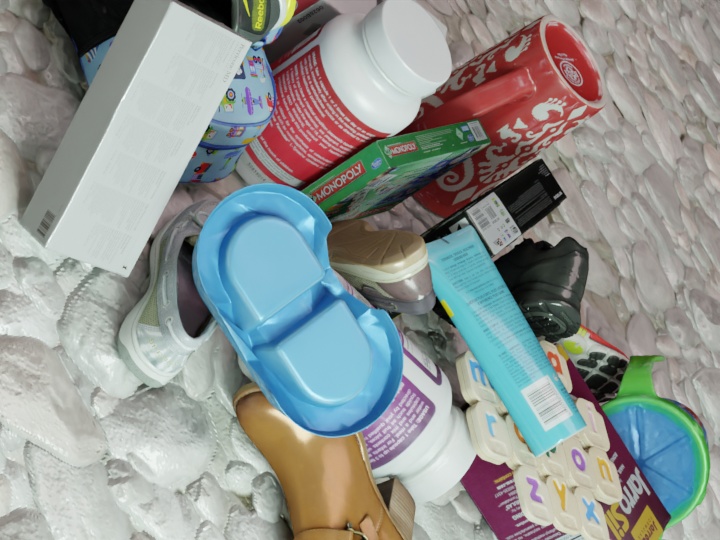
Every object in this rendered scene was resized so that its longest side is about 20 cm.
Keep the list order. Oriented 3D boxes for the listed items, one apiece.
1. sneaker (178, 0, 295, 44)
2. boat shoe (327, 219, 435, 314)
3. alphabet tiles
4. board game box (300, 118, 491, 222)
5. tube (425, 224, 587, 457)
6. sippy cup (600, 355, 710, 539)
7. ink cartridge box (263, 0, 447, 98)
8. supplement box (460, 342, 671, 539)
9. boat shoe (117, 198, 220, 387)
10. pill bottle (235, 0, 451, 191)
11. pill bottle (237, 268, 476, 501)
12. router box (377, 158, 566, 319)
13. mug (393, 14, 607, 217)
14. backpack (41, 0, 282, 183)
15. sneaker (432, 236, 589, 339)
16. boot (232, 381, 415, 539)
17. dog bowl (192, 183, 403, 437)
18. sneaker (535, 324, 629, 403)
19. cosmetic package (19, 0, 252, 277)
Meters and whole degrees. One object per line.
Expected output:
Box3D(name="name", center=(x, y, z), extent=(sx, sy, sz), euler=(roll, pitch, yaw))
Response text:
Box3D(name="sneaker", center=(-0.129, -0.254, 1.335), extent=(0.200, 0.074, 0.085), euler=(47, 43, -12))
Box3D(name="boat shoe", center=(0.000, 0.000, 1.478), extent=(0.072, 0.200, 0.065), euler=(-27, 108, -25))
Box3D(name="alphabet tiles", center=(0.155, 0.137, 1.507), extent=(0.199, 0.015, 0.197), euler=(24, 45, -43))
Box3D(name="board game box", center=(0.020, -0.083, 1.591), extent=(0.200, 0.134, 0.029), euler=(-19, 79, -59))
Box3D(name="tube", center=(0.117, 0.057, 1.468), extent=(0.077, 0.050, 0.201), euler=(-22, 79, -46))
Box3D(name="sippy cup", center=(0.292, 0.184, 1.762), extent=(0.139, 0.178, 0.130), euler=(34, 15, 16))
Box3D(name="ink cartridge box", center=(-0.040, -0.219, 1.606), extent=(0.200, 0.146, 0.083), euler=(35, 49, -32))
Box3D(name="supplement box", center=(0.177, 0.190, 1.606), extent=(0.201, 0.103, 0.131), euler=(57, 30, -4))
Box3D(name="boat shoe", center=(-0.128, 0.008, 1.367), extent=(0.074, 0.065, 0.202), euler=(47, 33, -17))
Box3D(name="pill bottle", center=(-0.021, -0.151, 1.522), extent=(0.112, 0.200, 0.113), euler=(29, 45, -34))
Box3D(name="pill bottle", center=(0.003, 0.098, 1.432), extent=(0.200, 0.112, 0.113), euler=(44, 34, -23))
Box3D(name="router box", center=(0.092, -0.026, 1.631), extent=(0.051, 0.149, 0.200), euler=(57, 31, -1))
Box3D(name="mug", center=(0.133, -0.147, 1.745), extent=(0.134, 0.200, 0.178), euler=(49, 32, -15))
Box3D(name="backpack", center=(-0.145, -0.179, 1.445), extent=(0.182, 0.134, 0.201), euler=(-3, 68, -55))
Box3D(name="sneaker", center=(0.144, 0.017, 1.617), extent=(0.076, 0.200, 0.091), euler=(33, 68, -29))
Box3D(name="boot", center=(-0.037, 0.193, 1.343), extent=(0.200, 0.076, 0.156), euler=(50, 35, -27))
Box3D(name="dog bowl", center=(-0.052, 0.031, 1.313), extent=(0.111, 0.050, 0.201), euler=(-36, 100, -21))
Box3D(name="sneaker", center=(0.211, 0.067, 1.795), extent=(0.200, 0.077, 0.085), euler=(34, 32, -36))
Box3D(name="cosmetic package", center=(-0.166, -0.101, 1.292), extent=(0.082, 0.201, 0.051), euler=(23, 9, -43))
